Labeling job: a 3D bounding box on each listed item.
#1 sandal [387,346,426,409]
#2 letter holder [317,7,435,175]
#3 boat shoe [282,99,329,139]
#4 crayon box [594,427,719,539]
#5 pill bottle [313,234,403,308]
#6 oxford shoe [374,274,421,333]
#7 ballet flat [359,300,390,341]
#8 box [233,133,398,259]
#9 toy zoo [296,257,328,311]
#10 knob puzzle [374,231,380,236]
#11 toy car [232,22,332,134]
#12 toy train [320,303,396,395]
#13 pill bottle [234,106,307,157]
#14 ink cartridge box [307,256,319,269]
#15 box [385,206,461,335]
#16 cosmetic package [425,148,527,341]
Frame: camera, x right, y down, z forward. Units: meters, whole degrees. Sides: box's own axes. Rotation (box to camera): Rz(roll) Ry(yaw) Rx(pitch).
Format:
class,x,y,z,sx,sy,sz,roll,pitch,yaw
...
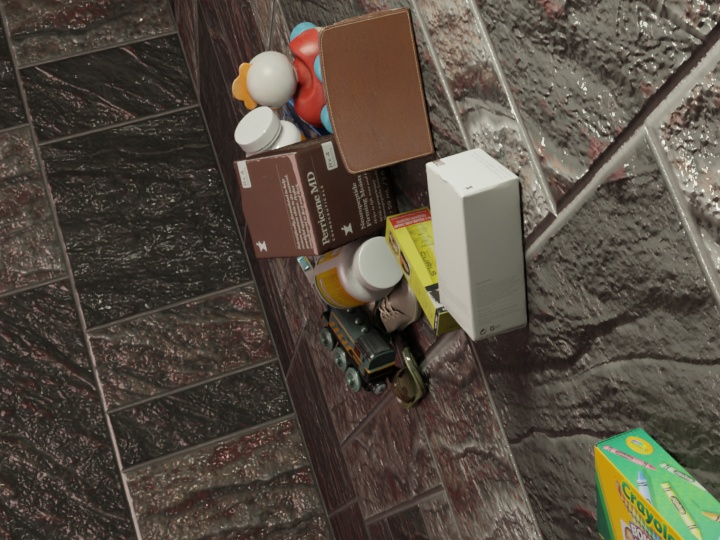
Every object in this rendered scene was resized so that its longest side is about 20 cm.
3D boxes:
class,x,y,z,sx,sy,sz,roll,pitch,yaw
sandal,0.079,0.209,1.780,0.202,0.056,0.081,98,153,-60
letter holder,0.008,-0.249,1.365,0.100,0.140,0.204,-145,41,-69
boat shoe,-0.115,-0.305,1.939,0.069,0.083,0.202,104,152,-43
crayon box,0.297,0.257,0.921,0.200,0.057,0.121,-128,26,-60
pill bottle,0.000,0.000,1.652,0.200,0.111,0.115,-21,85,68
oxford shoe,0.063,0.062,1.681,0.200,0.057,0.077,116,140,-68
ballet flat,0.021,0.083,1.828,0.063,0.076,0.202,20,140,18
box,-0.070,-0.127,1.596,0.162,0.198,0.169,-1,107,45
toy zoo,-0.072,0.052,1.908,0.202,0.020,0.131,63,176,-27
knob puzzle,-0.016,-0.106,1.875,0.219,0.030,0.224,164,91,-77
toy car,-0.132,-0.326,1.733,0.185,0.196,0.180,-124,22,-53
toy train,-0.006,0.130,1.771,0.201,0.084,0.115,54,146,36
pill bottle,-0.134,-0.193,1.731,0.200,0.110,0.112,48,-173,-42
ink cartridge box,-0.061,-0.071,1.848,0.201,0.082,0.147,-124,21,-48
box,0.104,-0.002,1.403,0.051,0.074,0.202,91,160,-46
cosmetic package,0.142,-0.032,1.193,0.113,0.080,0.203,-127,26,-56
